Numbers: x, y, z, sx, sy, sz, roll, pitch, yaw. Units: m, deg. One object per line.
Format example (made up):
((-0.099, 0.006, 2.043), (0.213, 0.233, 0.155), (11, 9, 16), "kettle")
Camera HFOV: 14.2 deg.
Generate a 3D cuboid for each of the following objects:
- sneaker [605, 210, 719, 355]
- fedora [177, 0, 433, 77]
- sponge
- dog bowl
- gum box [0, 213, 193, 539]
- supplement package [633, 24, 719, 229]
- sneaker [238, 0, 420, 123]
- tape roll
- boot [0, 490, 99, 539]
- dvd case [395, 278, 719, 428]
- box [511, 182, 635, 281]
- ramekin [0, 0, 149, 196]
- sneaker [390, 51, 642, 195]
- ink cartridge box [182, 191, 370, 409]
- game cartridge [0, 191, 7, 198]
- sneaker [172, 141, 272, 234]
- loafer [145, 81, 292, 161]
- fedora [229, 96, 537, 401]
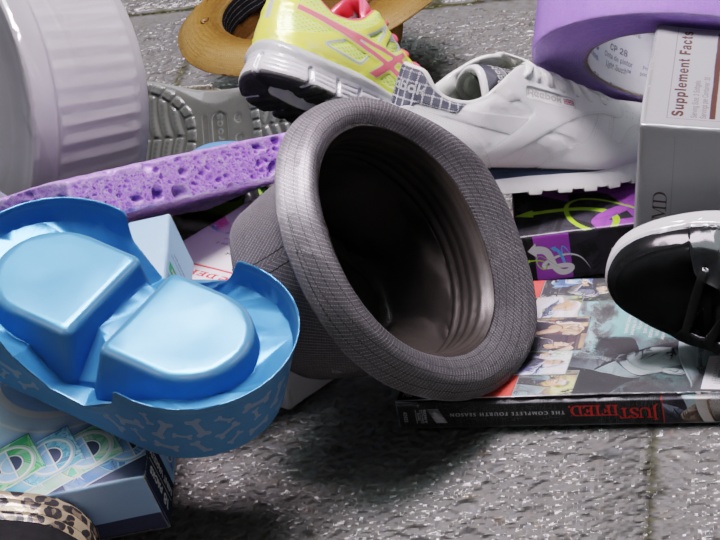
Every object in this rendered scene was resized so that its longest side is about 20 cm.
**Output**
((0.221, 0.031, 1.516), (0.199, 0.073, 0.112), (11, 28, 9), "sneaker")
((-0.028, -0.161, 2.042), (0.199, 0.082, 0.201), (-11, 29, 6), "fedora")
((-0.127, -0.045, 1.686), (0.199, 0.030, 0.111), (-14, -2, -45), "sponge")
((-0.122, 0.032, 1.501), (0.199, 0.050, 0.112), (22, 49, 26), "dog bowl")
((-0.181, 0.067, 1.563), (0.169, 0.045, 0.201), (-12, 43, 13), "gum box")
((0.256, -0.055, 1.625), (0.199, 0.117, 0.118), (4, 34, 8), "supplement package")
((0.007, -0.128, 1.858), (0.078, 0.091, 0.200), (-10, -24, 37), "sneaker")
((0.204, -0.149, 1.735), (0.199, 0.066, 0.200), (6, -14, 1), "tape roll")
((-0.216, 0.171, 1.411), (0.199, 0.074, 0.151), (-6, 26, -1), "boot")
((0.130, 0.044, 1.620), (0.199, 0.022, 0.146), (-3, 26, 15), "dvd case")
((0.191, -0.049, 1.778), (0.199, 0.036, 0.143), (-6, 25, 3), "box")
((-0.213, -0.114, 1.886), (0.094, 0.204, 0.202), (-11, 22, -29), "ramekin")
((0.106, -0.091, 1.738), (0.199, 0.081, 0.076), (-7, 14, -33), "sneaker")
((-0.049, 0.016, 1.687), (0.117, 0.068, 0.200), (14, 33, 39), "ink cartridge box")
((-0.259, 0.002, 1.785), (0.129, 0.038, 0.200), (-39, 33, -15), "game cartridge")
((-0.035, -0.046, 1.822), (0.199, 0.071, 0.083), (-4, 28, 26), "sneaker")
((-0.100, -0.088, 1.945), (0.199, 0.076, 0.070), (0, -5, 23), "loafer")
((0.000, 0.000, 1.576), (0.090, 0.178, 0.200), (-27, -11, 33), "fedora")
